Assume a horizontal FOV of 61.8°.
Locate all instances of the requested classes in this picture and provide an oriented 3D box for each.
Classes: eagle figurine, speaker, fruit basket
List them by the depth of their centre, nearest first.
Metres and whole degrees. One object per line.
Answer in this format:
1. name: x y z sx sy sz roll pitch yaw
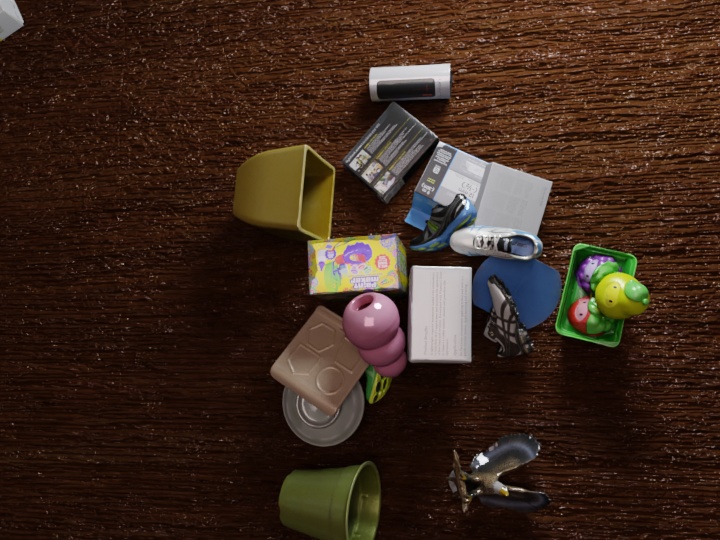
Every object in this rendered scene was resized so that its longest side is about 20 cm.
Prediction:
1. fruit basket: 0.509 0.053 1.265 0.154 0.216 0.218 13 86 12
2. eagle figurine: 0.298 0.458 1.310 0.198 0.151 0.153 -8 125 -19
3. speaker: 0.124 -0.456 1.462 0.198 0.081 0.082 1 83 10

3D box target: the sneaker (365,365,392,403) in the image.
1. sneaker: 0.028 0.209 1.413 0.083 0.074 0.202 -3 85 35

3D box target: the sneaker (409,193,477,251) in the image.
1. sneaker: 0.186 -0.105 1.381 0.199 0.070 0.083 -41 58 43

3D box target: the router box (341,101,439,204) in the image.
1. router box: 0.073 -0.287 1.464 0.149 0.051 0.200 43 92 14

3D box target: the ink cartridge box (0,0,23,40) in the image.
1. ink cartridge box: -1.095 -0.727 1.725 0.199 0.083 0.146 -30 79 6

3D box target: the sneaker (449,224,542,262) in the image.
1. sneaker: 0.290 -0.060 1.290 0.198 0.072 0.073 6 90 14

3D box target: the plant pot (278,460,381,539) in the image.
1. plant pot: -0.075 0.520 1.340 0.188 0.200 0.202 -1 83 22

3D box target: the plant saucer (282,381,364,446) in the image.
1. plant saucer: -0.091 0.302 1.374 0.198 0.050 0.202 -2 83 12

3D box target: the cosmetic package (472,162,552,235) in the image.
1. cosmetic package: 0.333 -0.125 1.365 0.149 0.052 0.202 17 92 -6

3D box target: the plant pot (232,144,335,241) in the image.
1. plant pot: -0.191 -0.175 1.436 0.198 0.195 0.196 2 83 18

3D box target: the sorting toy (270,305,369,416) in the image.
1. sorting toy: -0.078 0.202 1.365 0.184 0.037 0.201 29 70 20

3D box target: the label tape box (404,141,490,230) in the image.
1. label tape box: 0.207 -0.181 1.420 0.142 0.066 0.201 27 87 12

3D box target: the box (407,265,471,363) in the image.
1. box: 0.169 0.101 1.320 0.129 0.200 0.201 2 83 3

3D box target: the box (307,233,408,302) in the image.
1. box: 0.000 0.000 1.372 0.198 0.193 0.123 -4 82 10

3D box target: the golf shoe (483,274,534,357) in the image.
1. golf shoe: 0.309 0.109 1.333 0.094 0.078 0.201 -22 103 15

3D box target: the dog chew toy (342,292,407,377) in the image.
1. dog chew toy: 0.041 0.147 1.290 0.124 0.125 0.201 -22 117 7

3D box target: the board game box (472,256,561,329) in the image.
1. board game box: 0.352 0.035 1.366 0.199 0.039 0.159 26 109 -5
